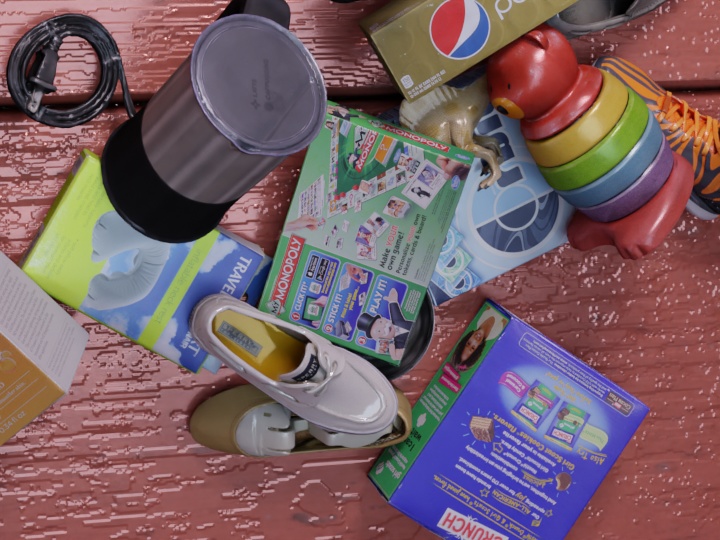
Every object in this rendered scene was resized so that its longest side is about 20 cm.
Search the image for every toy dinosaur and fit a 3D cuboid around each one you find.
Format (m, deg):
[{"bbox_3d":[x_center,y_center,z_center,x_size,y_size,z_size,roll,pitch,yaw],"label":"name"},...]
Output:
[{"bbox_3d":[0.082,-0.119,1.511,0.200,0.058,0.101,-37,104,-4],"label":"toy dinosaur"}]

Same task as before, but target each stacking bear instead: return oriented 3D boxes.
[{"bbox_3d":[0.180,-0.120,1.495,0.114,0.121,0.200,-49,115,-13],"label":"stacking bear"}]

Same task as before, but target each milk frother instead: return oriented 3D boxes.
[{"bbox_3d":[-0.158,-0.141,1.414,0.199,0.188,0.182,6,66,-29],"label":"milk frother"}]

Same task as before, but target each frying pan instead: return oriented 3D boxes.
[{"bbox_3d":[-0.013,0.011,1.574,0.115,0.031,0.191,-35,93,6],"label":"frying pan"}]

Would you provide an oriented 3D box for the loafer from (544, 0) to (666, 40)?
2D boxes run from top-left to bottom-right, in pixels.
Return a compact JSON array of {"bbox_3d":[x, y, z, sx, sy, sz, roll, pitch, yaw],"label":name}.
[{"bbox_3d":[0.223,-0.242,1.541,0.199,0.070,0.070,-27,107,-26],"label":"loafer"}]

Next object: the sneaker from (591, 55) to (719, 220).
[{"bbox_3d":[0.295,-0.129,1.570,0.200,0.112,0.078,38,58,-25],"label":"sneaker"}]

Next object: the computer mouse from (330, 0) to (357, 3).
[{"bbox_3d":[0.055,-0.267,1.438,0.199,0.034,0.059,-21,81,1],"label":"computer mouse"}]

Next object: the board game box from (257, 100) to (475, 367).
[{"bbox_3d":[0.002,-0.029,1.512,0.134,0.029,0.201,20,117,2],"label":"board game box"}]

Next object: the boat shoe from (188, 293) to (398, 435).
[{"bbox_3d":[-0.050,0.082,1.506,0.199,0.070,0.071,33,85,-15],"label":"boat shoe"}]

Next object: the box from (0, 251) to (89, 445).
[{"bbox_3d":[-0.338,0.043,1.449,0.124,0.098,0.200,-38,109,21],"label":"box"}]

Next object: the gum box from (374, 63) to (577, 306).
[{"bbox_3d":[0.118,-0.089,1.578,0.199,0.045,0.171,-25,106,-6],"label":"gum box"}]

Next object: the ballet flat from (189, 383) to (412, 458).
[{"bbox_3d":[-0.049,0.132,1.574,0.198,0.063,0.069,-6,114,-12],"label":"ballet flat"}]

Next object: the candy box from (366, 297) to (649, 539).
[{"bbox_3d":[0.133,0.157,1.619,0.169,0.077,0.201,34,91,-19],"label":"candy box"}]

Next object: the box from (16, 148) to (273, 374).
[{"bbox_3d":[-0.177,-0.001,1.525,0.199,0.048,0.122,30,94,-17],"label":"box"}]

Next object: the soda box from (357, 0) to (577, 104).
[{"bbox_3d":[0.102,-0.219,1.446,0.199,0.064,0.068,-32,110,0],"label":"soda box"}]
